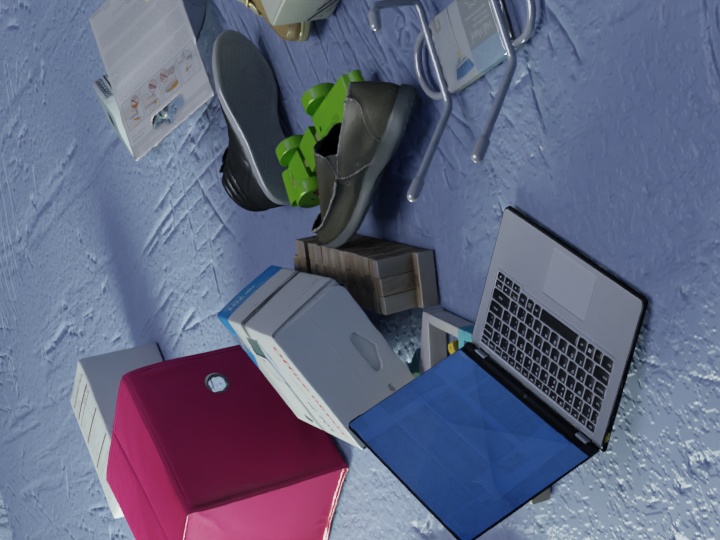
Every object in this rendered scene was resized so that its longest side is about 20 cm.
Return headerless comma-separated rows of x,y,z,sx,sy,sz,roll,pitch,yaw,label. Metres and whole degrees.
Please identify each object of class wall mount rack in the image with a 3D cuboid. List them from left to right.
0.072,-0.159,1.247,0.200,0.074,0.174,-30,75,64,wall mount rack

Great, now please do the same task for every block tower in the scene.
0.000,0.000,1.483,0.200,0.058,0.054,12,113,61,block tower

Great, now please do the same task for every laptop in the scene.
0.101,0.075,1.205,0.187,0.116,0.200,40,124,51,laptop

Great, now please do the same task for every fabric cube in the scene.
-0.155,0.229,1.735,0.200,0.196,0.200,58,147,36,fabric cube

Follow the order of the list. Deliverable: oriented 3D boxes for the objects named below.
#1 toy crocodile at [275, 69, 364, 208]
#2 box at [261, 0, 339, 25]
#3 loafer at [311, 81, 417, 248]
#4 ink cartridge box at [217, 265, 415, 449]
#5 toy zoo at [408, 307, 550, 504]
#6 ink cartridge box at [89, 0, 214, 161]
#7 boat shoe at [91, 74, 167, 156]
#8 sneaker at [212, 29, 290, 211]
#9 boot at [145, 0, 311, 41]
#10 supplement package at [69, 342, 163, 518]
-0.032,-0.123,1.500,0.068,0.062,0.200,65,147,24,toy crocodile
-0.038,-0.314,1.409,0.082,0.068,0.200,69,153,18,box
-0.010,-0.103,1.418,0.075,0.070,0.200,-70,4,-48,loafer
-0.043,0.079,1.486,0.147,0.086,0.200,52,168,-15,ink cartridge box
0.101,0.112,1.368,0.200,0.020,0.132,24,122,59,toy zoo
-0.231,-0.251,1.792,0.161,0.050,0.200,-34,71,39,ink cartridge box
-0.287,-0.205,1.957,0.074,0.068,0.199,54,172,20,boat shoe
-0.128,-0.152,1.655,0.099,0.071,0.200,-30,78,58,sneaker
-0.147,-0.290,1.537,0.200,0.155,0.073,59,148,33,boot
-0.313,0.220,2.138,0.200,0.117,0.117,63,151,28,supplement package
